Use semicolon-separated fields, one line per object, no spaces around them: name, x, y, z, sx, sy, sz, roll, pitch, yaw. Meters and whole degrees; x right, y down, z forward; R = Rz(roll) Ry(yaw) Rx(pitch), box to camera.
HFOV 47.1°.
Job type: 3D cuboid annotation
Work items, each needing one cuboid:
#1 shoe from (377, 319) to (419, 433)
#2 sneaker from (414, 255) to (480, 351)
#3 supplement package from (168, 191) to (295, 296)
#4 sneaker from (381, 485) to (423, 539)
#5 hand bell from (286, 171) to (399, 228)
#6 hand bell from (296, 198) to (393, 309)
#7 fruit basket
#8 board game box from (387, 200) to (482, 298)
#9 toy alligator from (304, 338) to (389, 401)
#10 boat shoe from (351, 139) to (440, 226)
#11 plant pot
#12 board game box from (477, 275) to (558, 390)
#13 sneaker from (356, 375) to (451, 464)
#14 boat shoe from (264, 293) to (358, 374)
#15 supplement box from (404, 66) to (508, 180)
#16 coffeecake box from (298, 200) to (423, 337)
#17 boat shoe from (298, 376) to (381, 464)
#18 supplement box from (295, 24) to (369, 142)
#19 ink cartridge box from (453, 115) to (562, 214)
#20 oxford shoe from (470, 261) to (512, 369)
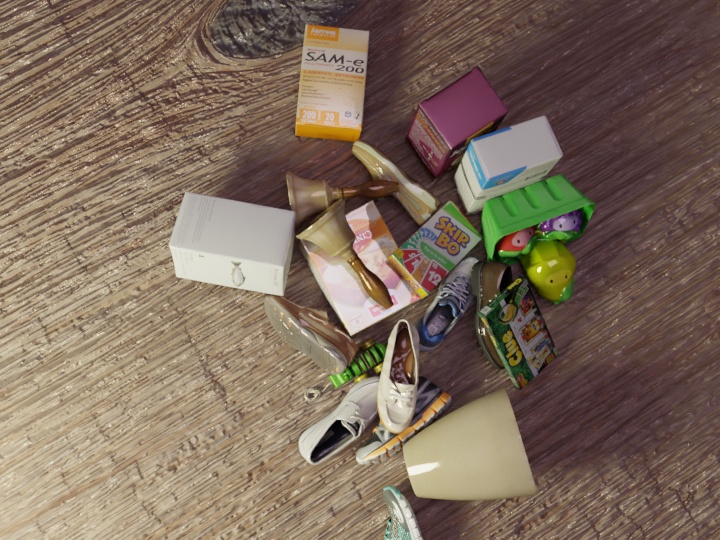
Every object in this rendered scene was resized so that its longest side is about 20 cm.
shoe;0.067;0.180;1.434;0.070;0.053;0.201;5;70;3
sneaker;0.168;0.059;1.502;0.077;0.085;0.200;31;78;1
supplement package;-0.222;-0.046;1.460;0.199;0.117;0.118;10;61;0
sneaker;0.066;0.476;1.428;0.091;0.078;0.201;-20;81;-4
hand bell;-0.029;-0.142;1.503;0.199;0.104;0.105;-7;81;0
hand bell;-0.008;-0.015;1.430;0.104;0.104;0.200;-41;97;-10
fruit basket;0.334;-0.046;1.512;0.215;0.156;0.216;-1;64;2
board game box;0.144;-0.046;1.510;0.096;0.030;0.200;48;55;-2
toy alligator;-0.014;0.177;1.482;0.200;0.054;0.059;-31;83;-9
boat shoe;0.053;-0.161;1.545;0.200;0.072;0.076;40;95;4
plant pot;0.180;0.318;1.423;0.199;0.187;0.188;-16;81;5
board game box;0.284;0.114;1.469;0.105;0.023;0.200;-39;125;-11
sneaker;0.067;0.269;1.469;0.200;0.078;0.077;-38;72;-13
boat shoe;-0.089;0.105;1.483;0.200;0.076;0.072;39;53;15
supplement box;0.170;-0.262;1.501;0.131;0.200;0.103;-33;84;-8
coffeecake box;0.000;0.000;1.506;0.153;0.073;0.200;-28;84;-10
boat shoe;-0.021;0.265;1.449;0.200;0.066;0.072;-34;110;-9
supplement box;-0.053;-0.354;1.564;0.126;0.074;0.201;5;79;-4
ink cartridge box;0.260;-0.186;1.495;0.146;0.200;0.085;-20;80;-8
oxford shoe;0.254;0.083;1.489;0.073;0.084;0.201;-18;101;-49
